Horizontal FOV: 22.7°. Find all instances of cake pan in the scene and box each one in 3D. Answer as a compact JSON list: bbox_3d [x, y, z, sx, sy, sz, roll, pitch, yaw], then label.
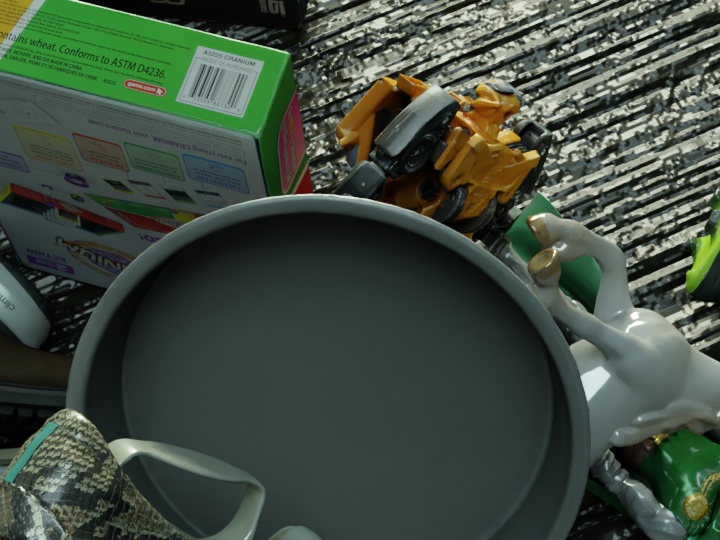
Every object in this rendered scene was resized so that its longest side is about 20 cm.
[{"bbox_3d":[-0.012,0.058,0.691,0.199,0.201,0.037,2,25,5],"label":"cake pan"}]

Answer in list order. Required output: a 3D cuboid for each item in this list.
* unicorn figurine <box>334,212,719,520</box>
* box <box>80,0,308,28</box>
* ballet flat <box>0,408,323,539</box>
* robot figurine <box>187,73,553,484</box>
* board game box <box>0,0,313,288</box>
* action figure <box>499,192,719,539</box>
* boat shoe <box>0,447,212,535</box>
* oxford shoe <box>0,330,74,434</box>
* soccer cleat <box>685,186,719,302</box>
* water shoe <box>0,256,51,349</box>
[{"bbox_3d":[0.097,0.049,0.744,0.200,0.137,0.074,-34,27,21],"label":"unicorn figurine"},{"bbox_3d":[-0.109,-0.194,0.861,0.159,0.200,0.044,7,66,6],"label":"box"},{"bbox_3d":[-0.051,0.112,0.655,0.068,0.200,0.076,10,65,48],"label":"ballet flat"},{"bbox_3d":[0.000,0.000,0.756,0.058,0.145,0.200,40,105,25],"label":"robot figurine"},{"bbox_3d":[-0.098,-0.043,0.790,0.152,0.200,0.040,15,66,10],"label":"board game box"},{"bbox_3d":[0.114,0.058,0.813,0.118,0.055,0.200,-41,73,-17],"label":"action figure"},{"bbox_3d":[-0.146,0.117,0.785,0.199,0.075,0.069,0,49,16],"label":"boat shoe"},{"bbox_3d":[-0.190,0.021,0.782,0.199,0.073,0.085,17,74,-13],"label":"oxford shoe"},{"bbox_3d":[0.231,-0.050,0.849,0.081,0.068,0.200,41,73,6],"label":"soccer cleat"},{"bbox_3d":[-0.243,-0.005,0.853,0.199,0.072,0.079,31,73,17],"label":"water shoe"}]
